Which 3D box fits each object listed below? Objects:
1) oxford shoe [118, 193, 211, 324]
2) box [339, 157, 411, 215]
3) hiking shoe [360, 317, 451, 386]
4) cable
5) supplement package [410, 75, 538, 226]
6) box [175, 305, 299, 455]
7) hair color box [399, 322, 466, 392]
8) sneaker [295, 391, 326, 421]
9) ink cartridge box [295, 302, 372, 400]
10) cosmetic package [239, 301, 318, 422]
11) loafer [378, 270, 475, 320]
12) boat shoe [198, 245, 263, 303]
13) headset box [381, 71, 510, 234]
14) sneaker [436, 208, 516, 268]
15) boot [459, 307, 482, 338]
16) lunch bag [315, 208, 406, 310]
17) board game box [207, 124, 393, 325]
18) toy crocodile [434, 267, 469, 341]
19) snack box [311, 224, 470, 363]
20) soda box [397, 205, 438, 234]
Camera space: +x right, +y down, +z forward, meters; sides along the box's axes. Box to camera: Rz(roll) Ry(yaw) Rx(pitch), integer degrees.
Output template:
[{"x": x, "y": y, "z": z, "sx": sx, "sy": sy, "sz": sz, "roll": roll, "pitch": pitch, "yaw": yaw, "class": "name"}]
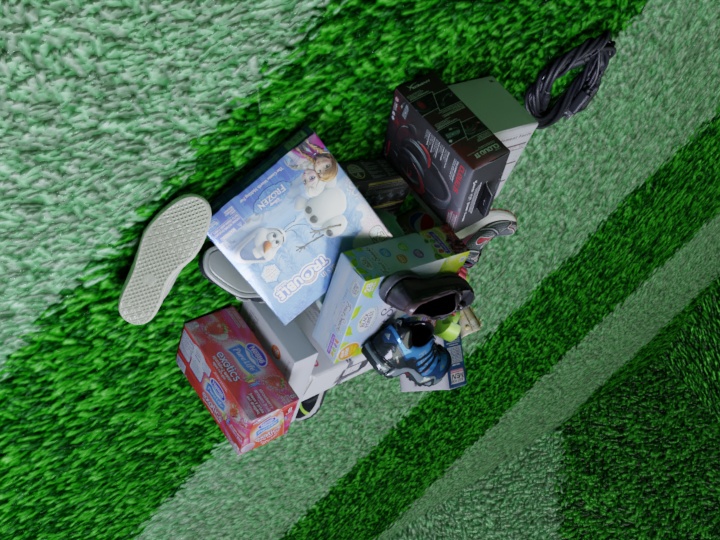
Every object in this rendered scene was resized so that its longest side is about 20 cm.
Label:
[{"x": -0.260, "y": -0.020, "z": 1.418, "sx": 0.201, "sy": 0.075, "sz": 0.058, "roll": -58, "pitch": -169, "yaw": 18, "class": "oxford shoe"}, {"x": -0.016, "y": -0.095, "z": 1.651, "sx": 0.199, "sy": 0.049, "sz": 0.162, "roll": -14, "pitch": 147, "yaw": -44, "class": "box"}, {"x": 0.090, "y": 0.117, "z": 1.575, "sx": 0.087, "sy": 0.075, "sz": 0.200, "roll": -47, "pitch": 152, "yaw": 20, "class": "hiking shoe"}, {"x": 0.352, "y": -0.327, "z": 1.810, "sx": 0.163, "sy": 0.051, "sz": 0.200, "roll": -9, "pitch": 144, "yaw": -42, "class": "cable"}, {"x": 0.166, "y": -0.185, "z": 1.681, "sx": 0.117, "sy": 0.117, "sz": 0.201, "roll": -18, "pitch": 147, "yaw": -37, "class": "supplement package"}, {"x": -0.192, "y": 0.168, "z": 1.654, "sx": 0.095, "sy": 0.200, "sz": 0.100, "roll": -21, "pitch": 150, "yaw": -33, "class": "box"}, {"x": 0.112, "y": 0.100, "z": 1.812, "sx": 0.100, "sy": 0.201, "sz": 0.060, "roll": -7, "pitch": 179, "yaw": 37, "class": "hair color box"}, {"x": -0.104, "y": 0.207, "z": 2.045, "sx": 0.082, "sy": 0.072, "sz": 0.200, "roll": 9, "pitch": 130, "yaw": -29, "class": "sneaker"}, {"x": -0.058, "y": 0.115, "z": 1.826, "sx": 0.199, "sy": 0.146, "sz": 0.084, "roll": -21, "pitch": 155, "yaw": -37, "class": "ink cartridge box"}, {"x": -0.146, "y": 0.144, "z": 1.741, "sx": 0.051, "sy": 0.151, "sz": 0.201, "roll": -24, "pitch": 151, "yaw": -33, "class": "cosmetic package"}, {"x": 0.104, "y": 0.046, "z": 1.503, "sx": 0.199, "sy": 0.063, "sz": 0.072, "roll": 8, "pitch": 123, "yaw": -52, "class": "loafer"}, {"x": -0.172, "y": 0.012, "z": 1.581, "sx": 0.060, "sy": 0.076, "sz": 0.200, "roll": -10, "pitch": 158, "yaw": 36, "class": "boat shoe"}, {"x": 0.126, "y": -0.163, "z": 1.558, "sx": 0.075, "sy": 0.200, "sz": 0.149, "roll": -28, "pitch": 154, "yaw": -25, "class": "headset box"}, {"x": 0.174, "y": -0.043, "z": 1.713, "sx": 0.199, "sy": 0.075, "sz": 0.081, "roll": -20, "pitch": 171, "yaw": -35, "class": "sneaker"}, {"x": 0.168, "y": 0.032, "z": 1.850, "sx": 0.200, "sy": 0.156, "sz": 0.073, "roll": -42, "pitch": 165, "yaw": 35, "class": "boot"}, {"x": 0.000, "y": 0.000, "z": 1.636, "sx": 0.170, "sy": 0.122, "sz": 0.200, "roll": -35, "pitch": 164, "yaw": -3, "class": "lunch bag"}, {"x": -0.089, "y": -0.059, "z": 1.477, "sx": 0.200, "sy": 0.043, "sz": 0.199, "roll": -40, "pitch": 120, "yaw": -1, "class": "board game box"}, {"x": 0.141, "y": 0.028, "z": 1.721, "sx": 0.062, "sy": 0.067, "sz": 0.201, "roll": -31, "pitch": -149, "yaw": 42, "class": "toy crocodile"}, {"x": 0.043, "y": 0.033, "z": 1.548, "sx": 0.199, "sy": 0.068, "sz": 0.169, "roll": -16, "pitch": 142, "yaw": -35, "class": "snack box"}, {"x": 0.076, "y": -0.050, "z": 1.844, "sx": 0.199, "sy": 0.064, "sz": 0.068, "roll": -29, "pitch": 154, "yaw": -26, "class": "soda box"}]
